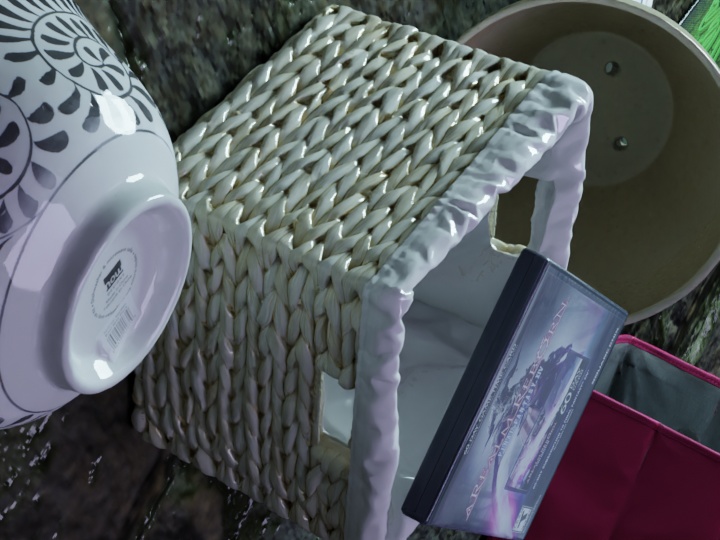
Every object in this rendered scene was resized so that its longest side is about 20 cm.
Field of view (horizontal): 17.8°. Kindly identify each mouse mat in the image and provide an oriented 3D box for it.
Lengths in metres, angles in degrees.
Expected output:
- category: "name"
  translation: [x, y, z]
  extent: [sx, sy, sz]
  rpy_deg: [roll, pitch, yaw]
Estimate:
- category: "mouse mat"
  translation: [0.249, -0.141, 1.807]
  extent: [0.200, 0.007, 0.161]
  rpy_deg: [-53, 156, -31]

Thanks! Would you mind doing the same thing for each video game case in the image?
- category: "video game case"
  translation: [0.085, 0.071, 1.203]
  extent: [0.144, 0.019, 0.200]
  rpy_deg: [-65, 161, 0]

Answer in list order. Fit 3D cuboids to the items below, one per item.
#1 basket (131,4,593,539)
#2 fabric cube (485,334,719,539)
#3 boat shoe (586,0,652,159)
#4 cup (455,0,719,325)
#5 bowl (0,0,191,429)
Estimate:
- category: "basket"
  translation: [0.000, 0.000, 1.162]
  extent: [0.200, 0.160, 0.199]
  rpy_deg: [-46, 152, -39]
- category: "fabric cube"
  translation: [0.236, 0.193, 1.877]
  extent: [0.196, 0.199, 0.200]
  rpy_deg: [-17, 131, -63]
- category: "boat shoe"
  translation: [0.156, -0.155, 1.482]
  extent: [0.065, 0.073, 0.201]
  rpy_deg: [-18, 131, -58]
- category: "cup"
  translation: [0.136, -0.083, 1.389]
  extent: [0.143, 0.199, 0.201]
  rpy_deg: [-62, 169, -68]
- category: "bowl"
  translation: [-0.131, -0.008, 0.937]
  extent: [0.201, 0.094, 0.201]
  rpy_deg: [-48, 153, -35]
